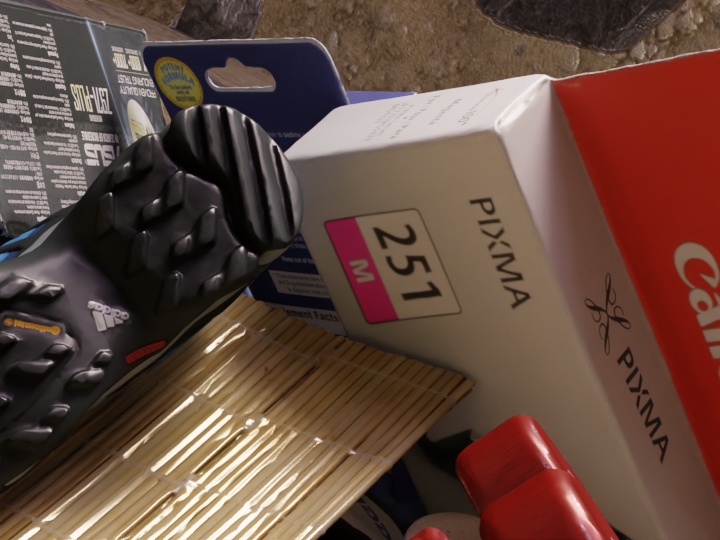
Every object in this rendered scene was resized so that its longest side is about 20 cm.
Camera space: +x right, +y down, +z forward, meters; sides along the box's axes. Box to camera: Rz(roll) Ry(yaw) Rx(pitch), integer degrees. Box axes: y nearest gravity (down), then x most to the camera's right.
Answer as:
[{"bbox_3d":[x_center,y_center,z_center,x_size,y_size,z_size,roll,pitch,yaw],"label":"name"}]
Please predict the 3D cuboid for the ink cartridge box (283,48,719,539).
[{"bbox_3d":[0.084,0.033,0.935,0.173,0.200,0.044,-7,26,40],"label":"ink cartridge box"}]

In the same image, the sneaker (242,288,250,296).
[{"bbox_3d":[-0.053,0.064,1.137,0.075,0.088,0.200,-11,-24,22],"label":"sneaker"}]

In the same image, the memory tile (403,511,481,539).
[{"bbox_3d":[0.088,0.150,0.875,0.200,0.017,0.153,24,31,6],"label":"memory tile"}]

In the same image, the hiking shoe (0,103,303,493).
[{"bbox_3d":[-0.105,0.028,0.893,0.074,0.200,0.087,57,-18,9],"label":"hiking shoe"}]

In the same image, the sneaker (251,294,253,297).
[{"bbox_3d":[-0.026,0.033,1.237,0.087,0.075,0.200,30,-27,-27],"label":"sneaker"}]

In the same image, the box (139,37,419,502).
[{"bbox_3d":[0.000,0.000,1.045,0.121,0.032,0.200,6,-54,54],"label":"box"}]

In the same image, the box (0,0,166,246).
[{"bbox_3d":[-0.173,-0.034,1.042,0.164,0.086,0.200,-13,-3,14],"label":"box"}]

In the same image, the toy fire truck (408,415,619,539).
[{"bbox_3d":[0.044,0.138,0.714,0.168,0.112,0.200,57,2,-6],"label":"toy fire truck"}]

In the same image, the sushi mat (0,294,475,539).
[{"bbox_3d":[-0.053,0.065,0.884,0.096,0.012,0.200,21,35,22],"label":"sushi mat"}]

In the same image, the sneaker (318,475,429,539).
[{"bbox_3d":[-0.060,0.074,0.945,0.199,0.081,0.115,25,4,-4],"label":"sneaker"}]
